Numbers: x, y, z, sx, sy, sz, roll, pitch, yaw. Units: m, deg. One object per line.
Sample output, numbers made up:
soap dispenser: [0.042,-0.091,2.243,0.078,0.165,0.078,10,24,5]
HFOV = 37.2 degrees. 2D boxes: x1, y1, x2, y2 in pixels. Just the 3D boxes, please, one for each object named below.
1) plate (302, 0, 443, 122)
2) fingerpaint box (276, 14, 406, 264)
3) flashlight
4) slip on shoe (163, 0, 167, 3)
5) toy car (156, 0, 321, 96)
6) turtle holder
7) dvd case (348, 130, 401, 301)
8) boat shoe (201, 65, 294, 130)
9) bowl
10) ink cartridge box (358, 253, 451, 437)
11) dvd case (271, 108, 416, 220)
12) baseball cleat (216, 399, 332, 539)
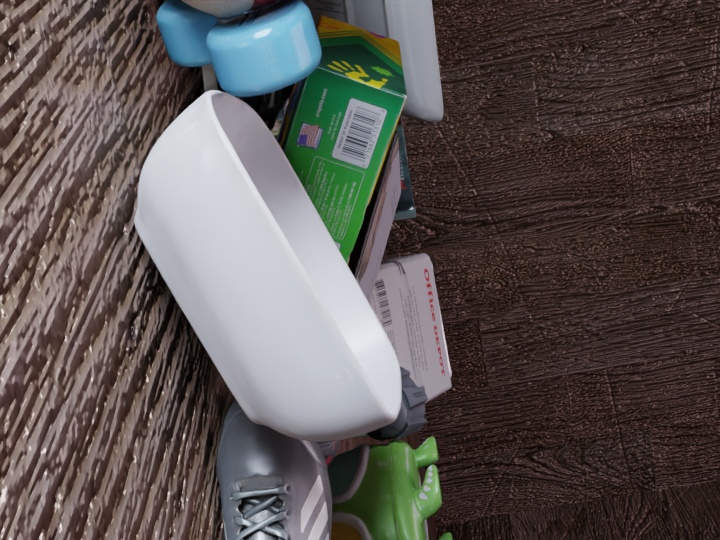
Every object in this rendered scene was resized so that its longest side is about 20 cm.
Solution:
plate: [-0.019,-0.234,0.947,0.032,0.198,0.203,-33,127,-36]
fingerpaint box: [-0.033,-0.070,0.801,0.167,0.072,0.203,-89,-162,-66]
flashlight: [-0.011,0.109,0.777,0.199,0.067,0.069,1,87,-60]
slip on shoe: [-0.073,-0.245,0.738,0.202,0.076,0.060,-58,150,1]
toy car: [-0.033,-0.230,0.598,0.177,0.198,0.187,36,-32,56]
turtle holder: [0.005,0.219,0.820,0.187,0.129,0.143,-93,173,-52]
dvd case: [0.000,0.000,0.889,0.143,0.017,0.203,79,26,-75]
boat shoe: [-0.083,-0.141,0.877,0.200,0.066,0.073,-54,132,-89]
bowl: [-0.053,0.004,0.615,0.202,0.074,0.200,59,6,-4]
ink cartridge box: [0.009,0.070,1.061,0.199,0.083,0.148,-14,95,-63]
dvd case: [-0.028,-0.137,1.055,0.022,0.143,0.203,76,6,-68]
baseball cleat: [-0.048,0.174,0.623,0.106,0.068,0.204,-38,117,-86]
